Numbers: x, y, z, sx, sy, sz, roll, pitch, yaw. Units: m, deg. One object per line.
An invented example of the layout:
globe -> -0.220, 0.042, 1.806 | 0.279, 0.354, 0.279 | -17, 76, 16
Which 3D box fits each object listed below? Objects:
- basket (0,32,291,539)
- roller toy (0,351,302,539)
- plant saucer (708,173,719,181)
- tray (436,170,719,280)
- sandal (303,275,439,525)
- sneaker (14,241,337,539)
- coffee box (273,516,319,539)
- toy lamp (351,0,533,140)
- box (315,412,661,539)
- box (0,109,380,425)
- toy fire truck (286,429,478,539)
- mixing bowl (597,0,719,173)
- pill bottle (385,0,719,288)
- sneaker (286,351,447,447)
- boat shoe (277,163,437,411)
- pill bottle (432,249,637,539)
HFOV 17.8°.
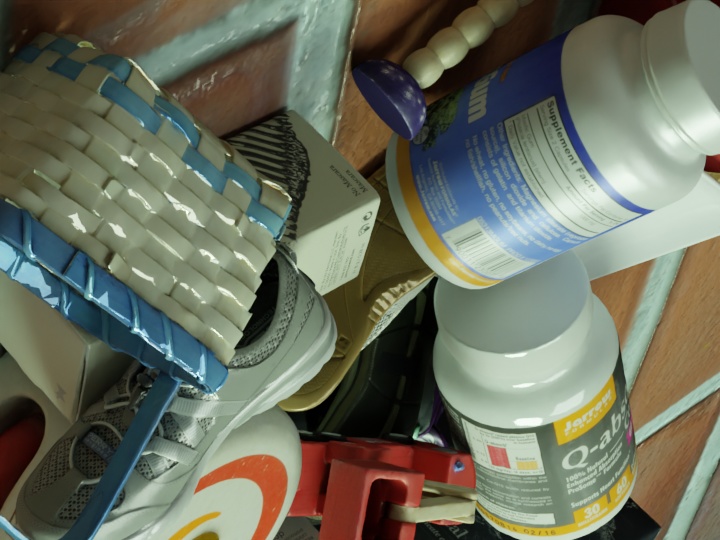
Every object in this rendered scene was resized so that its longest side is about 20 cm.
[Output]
basket -> -0.138, 0.010, 1.036 | 0.176, 0.139, 0.200 | 44, 71, -36
roller toy -> -0.130, 0.121, 1.256 | 0.200, 0.140, 0.183 | -38, 152, -21
plant saucer -> 0.235, -0.115, 1.605 | 0.200, 0.035, 0.200 | -35, 154, -20
tray -> 0.134, -0.029, 1.409 | 0.200, 0.022, 0.107 | -21, 146, 34
sandal -> 0.001, 0.067, 1.463 | 0.080, 0.057, 0.201 | 27, 83, -49
sneaker -> -0.099, 0.059, 1.131 | 0.200, 0.075, 0.082 | -46, 148, -23
coffee box -> -0.123, 0.252, 1.415 | 0.200, 0.198, 0.200 | -29, 151, -32
toy lamp -> 0.086, -0.155, 1.279 | 0.200, 0.058, 0.058 | -42, 156, -9
box -> 0.065, 0.183, 1.610 | 0.200, 0.197, 0.118 | -20, 145, -44
box -> -0.091, -0.005, 1.206 | 0.200, 0.082, 0.068 | -29, 152, -35
toy fire truck -> 0.018, 0.129, 1.349 | 0.200, 0.141, 0.049 | 7, 92, -49
mixing bowl -> 0.217, -0.134, 1.392 | 0.200, 0.200, 0.108 | -17, 164, -47
pill bottle -> 0.121, -0.074, 1.283 | 0.200, 0.112, 0.112 | -26, 168, 33
sneaker -> 0.004, 0.100, 1.513 | 0.200, 0.088, 0.074 | -35, 154, -22
boat shoe -> 0.000, 0.000, 1.388 | 0.200, 0.071, 0.069 | -48, -177, -11
pill bottle -> 0.108, 0.074, 1.439 | 0.116, 0.116, 0.200 | -38, 143, -16
